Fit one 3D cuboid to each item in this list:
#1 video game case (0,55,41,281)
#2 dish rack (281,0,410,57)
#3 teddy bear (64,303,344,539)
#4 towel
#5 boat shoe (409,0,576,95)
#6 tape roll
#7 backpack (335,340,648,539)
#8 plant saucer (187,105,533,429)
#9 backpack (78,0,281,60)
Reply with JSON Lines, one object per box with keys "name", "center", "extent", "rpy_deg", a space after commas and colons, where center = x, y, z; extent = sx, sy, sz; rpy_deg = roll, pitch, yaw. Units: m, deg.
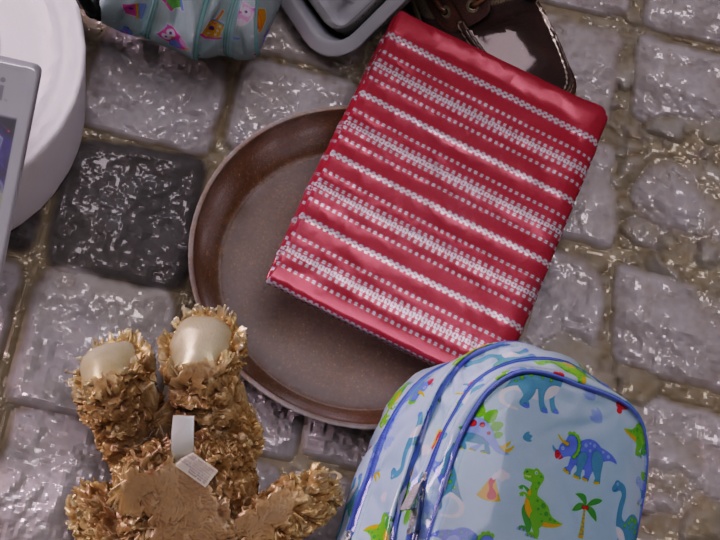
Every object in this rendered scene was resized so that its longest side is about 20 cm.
{"name": "video game case", "center": [-0.253, -0.023, 0.794], "extent": [0.143, 0.018, 0.200], "rpy_deg": [12, 103, -8]}
{"name": "dish rack", "center": [-0.007, -0.249, 0.948], "extent": [0.044, 0.172, 0.200], "rpy_deg": [-6, 59, -57]}
{"name": "teddy bear", "center": [-0.084, 0.117, 0.794], "extent": [0.145, 0.067, 0.200], "rpy_deg": [-32, 79, 2]}
{"name": "towel", "center": [0.048, -0.044, 0.890], "extent": [0.145, 0.022, 0.200], "rpy_deg": [26, 66, -1]}
{"name": "boat shoe", "center": [0.069, -0.180, 0.961], "extent": [0.072, 0.072, 0.200], "rpy_deg": [-26, 74, -20]}
{"name": "tape roll", "center": [-0.256, -0.109, 0.872], "extent": [0.202, 0.071, 0.203], "rpy_deg": [4, 66, -9]}
{"name": "backpack", "center": [0.066, 0.137, 0.781], "extent": [0.163, 0.154, 0.200], "rpy_deg": [21, 56, -14]}
{"name": "plant saucer", "center": [0.000, 0.000, 0.891], "extent": [0.200, 0.034, 0.200], "rpy_deg": [4, 67, -10]}
{"name": "backpack", "center": [-0.089, -0.221, 0.886], "extent": [0.127, 0.200, 0.167], "rpy_deg": [19, 23, 2]}
